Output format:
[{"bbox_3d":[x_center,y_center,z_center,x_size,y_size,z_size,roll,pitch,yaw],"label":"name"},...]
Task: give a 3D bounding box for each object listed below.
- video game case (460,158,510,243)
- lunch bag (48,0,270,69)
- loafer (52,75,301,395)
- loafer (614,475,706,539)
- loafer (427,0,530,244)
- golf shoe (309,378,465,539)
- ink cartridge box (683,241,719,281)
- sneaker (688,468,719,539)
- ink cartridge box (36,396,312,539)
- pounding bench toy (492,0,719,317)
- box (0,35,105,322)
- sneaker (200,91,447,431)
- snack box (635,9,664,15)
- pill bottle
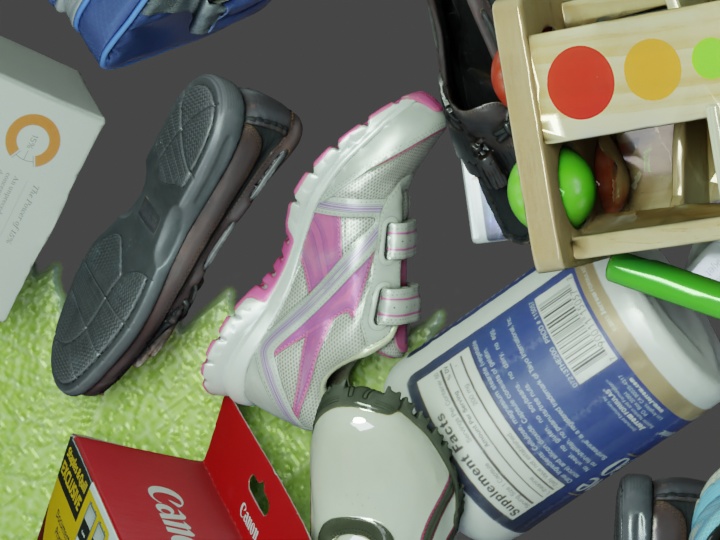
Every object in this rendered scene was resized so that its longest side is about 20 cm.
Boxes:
[{"bbox_3d":[0.147,-0.097,1.474,0.199,0.018,0.144,-7,95,14],"label":"video game case"},{"bbox_3d":[-0.088,-0.187,1.418,0.132,0.200,0.136,47,124,8],"label":"lunch bag"},{"bbox_3d":[-0.096,-0.010,1.497,0.063,0.072,0.201,14,120,-33],"label":"loafer"},{"bbox_3d":[0.163,0.207,1.473,0.062,0.072,0.202,0,97,2],"label":"loafer"},{"bbox_3d":[0.060,-0.103,1.429,0.072,0.063,0.201,9,117,46],"label":"loafer"},{"bbox_3d":[0.007,0.152,1.404,0.077,0.088,0.201,5,121,18],"label":"golf shoe"},{"bbox_3d":[0.282,0.012,1.410,0.200,0.088,0.145,44,108,-2],"label":"ink cartridge box"},{"bbox_3d":[0.234,0.113,1.357,0.078,0.090,0.200,48,126,-5],"label":"sneaker"},{"bbox_3d":[-0.107,0.170,1.458,0.083,0.200,0.177,13,106,-22],"label":"ink cartridge box"},{"bbox_3d":[0.153,-0.037,1.317,0.155,0.124,0.202,-9,91,23],"label":"pounding bench toy"},{"bbox_3d":[-0.254,-0.077,1.485,0.199,0.098,0.125,24,102,-21],"label":"box"},{"bbox_3d":[0.000,0.000,1.487,0.088,0.081,0.201,33,109,12],"label":"sneaker"},{"bbox_3d":[0.174,-0.198,1.417,0.168,0.068,0.200,-39,80,12],"label":"snack box"},{"bbox_3d":[0.082,0.071,1.458,0.200,0.111,0.111,-35,88,18],"label":"pill bottle"}]
